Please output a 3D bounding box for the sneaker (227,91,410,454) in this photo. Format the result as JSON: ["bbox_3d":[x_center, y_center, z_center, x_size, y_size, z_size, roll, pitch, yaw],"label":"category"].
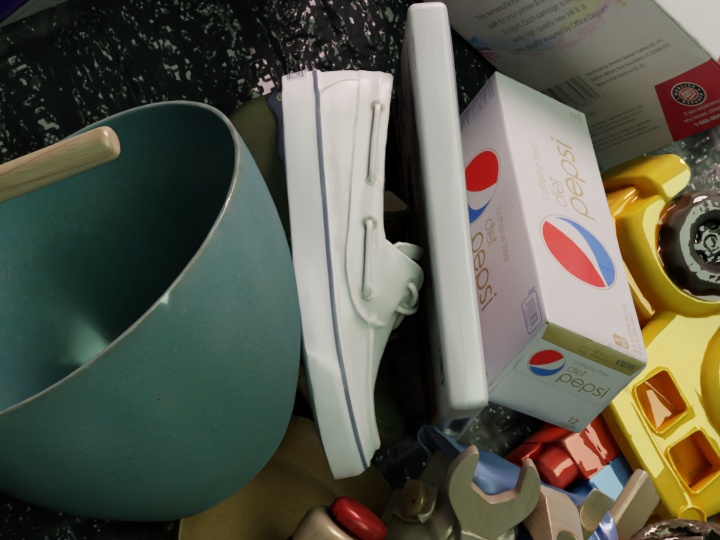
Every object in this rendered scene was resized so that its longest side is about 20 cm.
[{"bbox_3d":[-0.009,-0.004,0.973,0.201,0.089,0.067,62,22,-5],"label":"sneaker"}]

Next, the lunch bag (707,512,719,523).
[{"bbox_3d":[0.215,0.202,1.043,0.200,0.160,0.077,-35,100,-33],"label":"lunch bag"}]

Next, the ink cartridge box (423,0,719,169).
[{"bbox_3d":[0.147,-0.190,1.094,0.200,0.145,0.145,40,61,-21],"label":"ink cartridge box"}]

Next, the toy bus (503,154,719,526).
[{"bbox_3d":[0.148,0.061,1.063,0.191,0.136,0.201,-32,96,-18],"label":"toy bus"}]

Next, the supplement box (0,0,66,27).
[{"bbox_3d":[-0.175,-0.238,0.918,0.103,0.101,0.201,-29,96,-35],"label":"supplement box"}]

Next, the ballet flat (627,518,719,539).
[{"bbox_3d":[0.224,0.157,0.948,0.199,0.046,0.068,10,59,-22],"label":"ballet flat"}]

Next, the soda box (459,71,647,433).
[{"bbox_3d":[0.094,-0.013,0.997,0.068,0.064,0.201,22,39,-25],"label":"soda box"}]

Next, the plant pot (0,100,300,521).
[{"bbox_3d":[-0.106,0.038,0.862,0.135,0.199,0.201,54,55,-33],"label":"plant pot"}]

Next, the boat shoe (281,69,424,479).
[{"bbox_3d":[0.000,0.000,0.904,0.065,0.074,0.202,-5,92,-1],"label":"boat shoe"}]

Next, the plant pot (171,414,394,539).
[{"bbox_3d":[-0.028,0.171,0.935,0.200,0.027,0.201,33,44,-39],"label":"plant pot"}]

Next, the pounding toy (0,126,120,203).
[{"bbox_3d":[-0.243,-0.023,0.774,0.142,0.184,0.200,49,58,-15],"label":"pounding toy"}]

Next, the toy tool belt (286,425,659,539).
[{"bbox_3d":[0.064,0.128,0.942,0.199,0.125,0.123,28,99,-38],"label":"toy tool belt"}]

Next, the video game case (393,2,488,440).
[{"bbox_3d":[0.040,-0.017,0.972,0.023,0.182,0.202,-6,80,-2],"label":"video game case"}]
